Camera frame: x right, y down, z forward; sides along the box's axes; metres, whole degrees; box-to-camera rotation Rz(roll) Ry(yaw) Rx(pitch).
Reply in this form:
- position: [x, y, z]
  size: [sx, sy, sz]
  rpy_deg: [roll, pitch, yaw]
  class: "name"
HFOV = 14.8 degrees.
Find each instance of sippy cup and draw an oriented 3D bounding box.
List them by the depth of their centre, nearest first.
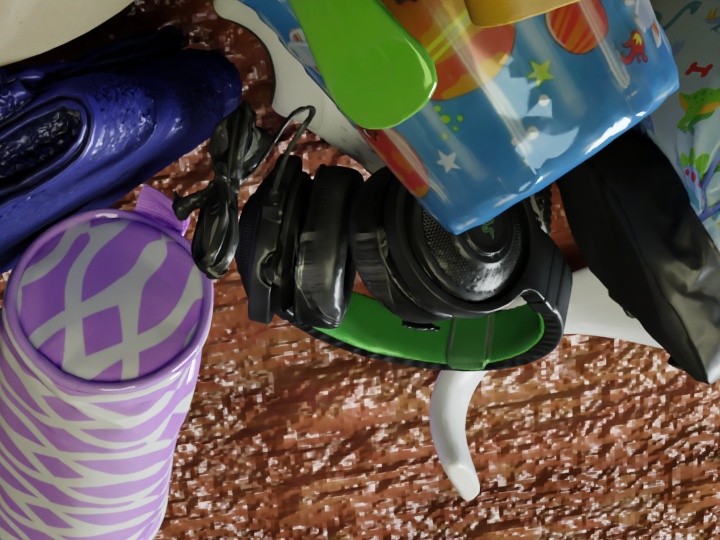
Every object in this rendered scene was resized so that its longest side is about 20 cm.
- position: [0.036, -0.090, 0.935]
  size: [0.178, 0.140, 0.131]
  rpy_deg: [-34, 92, -28]
  class: "sippy cup"

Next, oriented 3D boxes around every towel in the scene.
- position: [-0.130, -0.036, 1.013]
  size: [0.147, 0.200, 0.050]
  rpy_deg: [-32, 89, 15]
  class: "towel"

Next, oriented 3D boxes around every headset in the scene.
- position: [0.000, 0.000, 1.047]
  size: [0.123, 0.094, 0.200]
  rpy_deg: [-3, 152, 31]
  class: "headset"

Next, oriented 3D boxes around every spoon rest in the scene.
- position: [0.114, 0.021, 1.179]
  size: [0.199, 0.061, 0.099]
  rpy_deg: [-29, 151, 0]
  class: "spoon rest"

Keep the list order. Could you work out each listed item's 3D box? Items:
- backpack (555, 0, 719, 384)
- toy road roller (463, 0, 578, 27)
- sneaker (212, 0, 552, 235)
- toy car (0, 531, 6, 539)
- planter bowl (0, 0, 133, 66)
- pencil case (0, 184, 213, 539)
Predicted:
- position: [0.176, -0.070, 1.066]
  size: [0.199, 0.163, 0.154]
  rpy_deg: [-22, 114, -3]
  class: "backpack"
- position: [0.090, -0.165, 0.858]
  size: [0.199, 0.146, 0.123]
  rpy_deg: [-20, 101, -3]
  class: "toy road roller"
- position: [0.013, -0.069, 1.091]
  size: [0.080, 0.074, 0.200]
  rpy_deg: [-19, 125, 21]
  class: "sneaker"
- position: [-0.173, 0.226, 1.183]
  size: [0.184, 0.200, 0.177]
  rpy_deg: [-35, 126, 15]
  class: "toy car"
- position: [-0.109, -0.166, 0.919]
  size: [0.134, 0.200, 0.201]
  rpy_deg: [-11, 134, -37]
  class: "planter bowl"
- position: [-0.103, 0.051, 1.092]
  size: [0.084, 0.086, 0.200]
  rpy_deg: [36, 153, 7]
  class: "pencil case"
